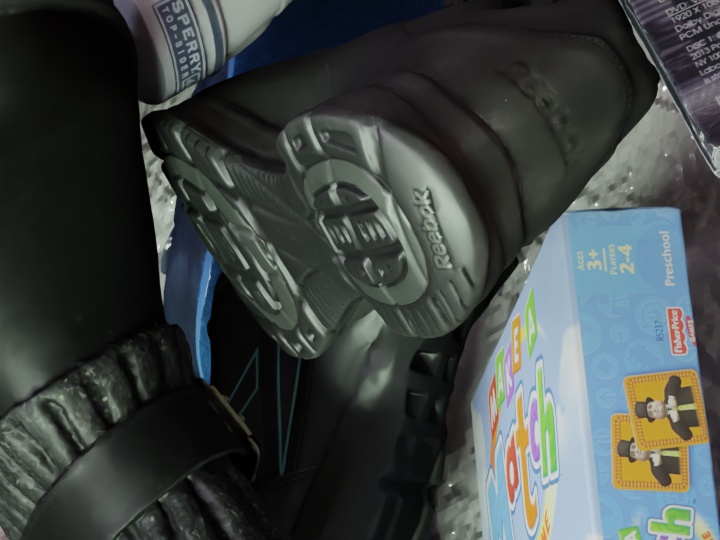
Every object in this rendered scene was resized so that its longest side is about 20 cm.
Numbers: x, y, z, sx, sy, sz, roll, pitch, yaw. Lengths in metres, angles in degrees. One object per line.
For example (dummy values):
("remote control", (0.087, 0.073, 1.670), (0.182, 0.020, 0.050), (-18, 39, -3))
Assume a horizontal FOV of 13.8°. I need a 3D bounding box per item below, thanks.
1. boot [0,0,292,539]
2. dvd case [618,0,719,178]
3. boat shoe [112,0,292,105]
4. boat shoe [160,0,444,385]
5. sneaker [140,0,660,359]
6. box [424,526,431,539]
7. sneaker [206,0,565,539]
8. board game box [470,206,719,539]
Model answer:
("boot", (-0.066, 0.030, 0.757), (0.211, 0.079, 0.158), (86, 159, -60))
("dvd case", (0.112, -0.125, 0.705), (0.148, 0.016, 0.200), (-24, 54, 1))
("boat shoe", (-0.084, -0.114, 0.839), (0.200, 0.065, 0.074), (43, 155, 37))
("boat shoe", (-0.032, -0.059, 0.938), (0.069, 0.084, 0.201), (48, 121, 52))
("sneaker", (0.011, -0.029, 0.754), (0.076, 0.091, 0.200), (60, 161, -15))
("box", (-0.036, 0.141, 0.934), (0.157, 0.051, 0.201), (-25, 64, 51))
("sneaker", (0.000, 0.000, 0.843), (0.079, 0.075, 0.201), (22, 89, 20))
("board game box", (0.062, 0.104, 0.749), (0.151, 0.036, 0.201), (107, 161, -69))
